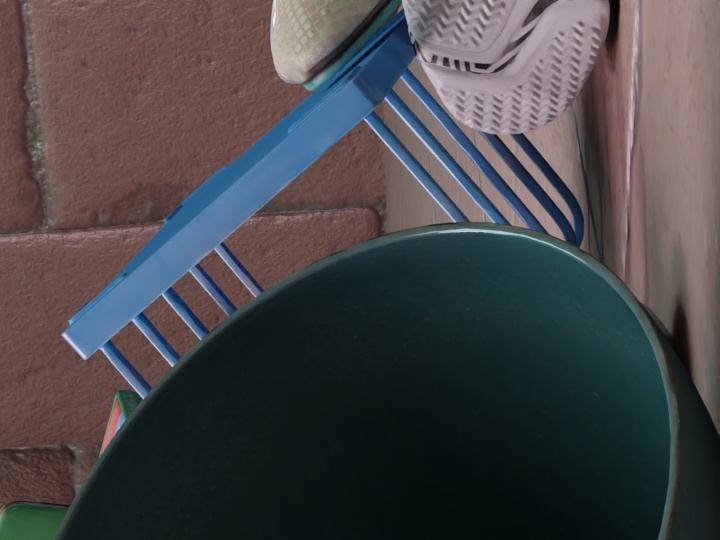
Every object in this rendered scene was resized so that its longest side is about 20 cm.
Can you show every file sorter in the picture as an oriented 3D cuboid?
[{"bbox_3d":[0.000,0.000,1.061,0.123,0.139,0.200,48,-165,-4],"label":"file sorter"}]

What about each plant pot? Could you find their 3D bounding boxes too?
[{"bbox_3d":[0.028,0.108,0.755,0.135,0.199,0.201,45,-153,-38],"label":"plant pot"}]

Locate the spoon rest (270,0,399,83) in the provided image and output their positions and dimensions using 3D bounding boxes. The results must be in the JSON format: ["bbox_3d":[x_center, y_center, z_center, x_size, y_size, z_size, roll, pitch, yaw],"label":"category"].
[{"bbox_3d":[0.007,-0.165,1.170,0.201,0.060,0.100,-61,-18,-23],"label":"spoon rest"}]

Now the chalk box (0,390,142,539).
[{"bbox_3d":[-0.048,0.130,1.089,0.124,0.199,0.126,-121,46,-70],"label":"chalk box"}]

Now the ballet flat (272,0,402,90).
[{"bbox_3d":[0.008,-0.145,1.087,0.067,0.062,0.200,-29,18,48],"label":"ballet flat"}]

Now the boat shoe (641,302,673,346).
[{"bbox_3d":[0.019,0.065,0.935,0.086,0.074,0.202,48,127,18],"label":"boat shoe"}]

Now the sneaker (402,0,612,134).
[{"bbox_3d":[0.051,-0.156,1.019,0.115,0.075,0.201,-80,-15,-60],"label":"sneaker"}]
